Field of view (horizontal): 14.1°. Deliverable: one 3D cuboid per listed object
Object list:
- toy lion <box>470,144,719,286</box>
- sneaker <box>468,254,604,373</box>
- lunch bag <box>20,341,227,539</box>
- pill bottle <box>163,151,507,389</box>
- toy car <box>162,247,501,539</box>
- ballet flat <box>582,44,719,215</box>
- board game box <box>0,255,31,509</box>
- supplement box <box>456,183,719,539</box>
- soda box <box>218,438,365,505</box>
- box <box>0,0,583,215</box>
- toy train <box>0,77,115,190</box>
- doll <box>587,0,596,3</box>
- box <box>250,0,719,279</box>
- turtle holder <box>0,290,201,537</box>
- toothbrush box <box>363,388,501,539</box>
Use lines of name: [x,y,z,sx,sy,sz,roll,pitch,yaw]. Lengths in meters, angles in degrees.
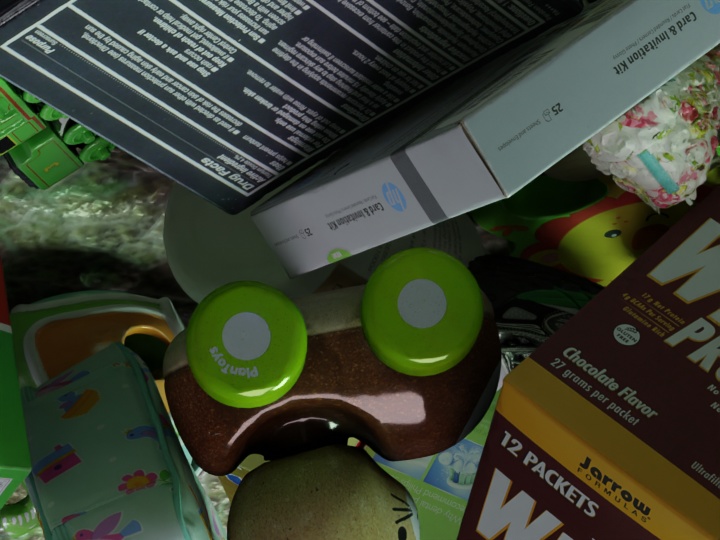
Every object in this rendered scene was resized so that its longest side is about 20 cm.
toy lion: [0.139,-0.041,1.549,0.199,0.069,0.192,8,149,-29]
sneaker: [0.109,0.052,1.504,0.078,0.085,0.200,17,168,36]
lunch bag: [-0.101,0.143,1.395,0.077,0.200,0.161,-23,122,-2]
pill bottle: [0.000,0.000,1.500,0.114,0.115,0.200,-29,144,23]
toy car: [0.000,0.109,1.334,0.157,0.201,0.164,-10,169,-3]
ballet flat: [0.148,-0.078,1.367,0.076,0.200,0.064,-31,99,28]
board game box: [-0.219,0.049,1.415,0.040,0.201,0.153,9,141,-30]
supplement box: [0.156,0.093,1.328,0.197,0.133,0.200,-40,157,-34]
soda box: [-0.036,0.103,1.615,0.068,0.064,0.200,26,169,8]
box: [-0.047,-0.148,1.248,0.198,0.124,0.200,-30,145,22]
toy train: [-0.160,-0.082,1.335,0.056,0.042,0.200,-32,164,1]
doll: [0.127,-0.152,1.375,0.199,0.049,0.137,-15,159,-6]
box: [0.058,-0.067,1.277,0.156,0.041,0.200,-36,-171,-29]
turtle holder: [-0.138,0.087,1.562,0.131,0.141,0.186,-30,139,-3]
toothbrush box: [0.065,0.123,1.630,0.086,0.200,0.146,20,161,26]
